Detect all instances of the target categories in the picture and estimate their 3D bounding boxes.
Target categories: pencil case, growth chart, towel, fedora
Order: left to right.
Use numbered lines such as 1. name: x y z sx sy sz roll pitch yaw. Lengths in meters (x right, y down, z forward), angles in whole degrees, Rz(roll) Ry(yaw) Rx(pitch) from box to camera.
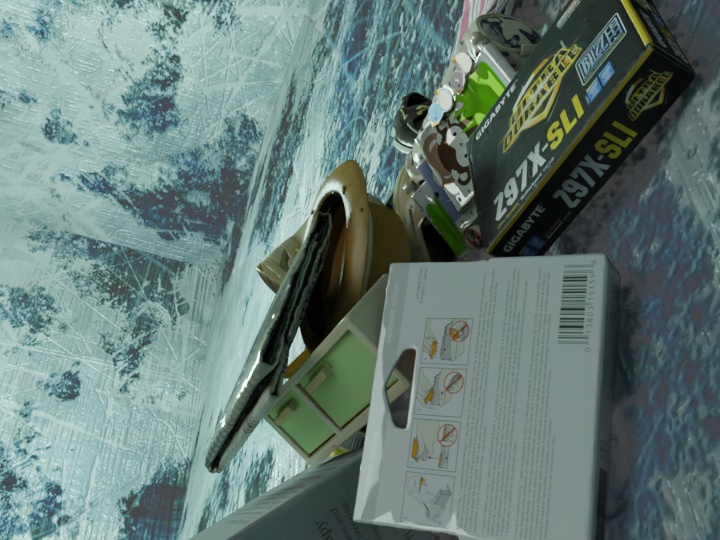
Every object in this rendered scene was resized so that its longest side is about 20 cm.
1. towel: -0.081 0.070 0.805 0.201 0.034 0.195 121 171 -47
2. fedora: -0.003 -0.004 0.851 0.200 0.080 0.206 -171 90 -69
3. growth chart: 0.110 -0.116 0.847 0.145 0.018 0.202 48 133 26
4. pencil case: 0.118 -0.169 0.891 0.090 0.077 0.202 58 138 33
5. towel: 0.139 -0.298 0.985 0.200 0.029 0.149 137 151 -73

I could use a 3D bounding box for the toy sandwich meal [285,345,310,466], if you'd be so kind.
1. toy sandwich meal: -0.061 0.166 1.110 0.205 0.069 0.210 6 -90 -80

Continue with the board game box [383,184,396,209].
1. board game box: 0.003 -0.017 1.088 0.202 0.029 0.135 -58 4 3

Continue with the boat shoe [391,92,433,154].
1. boat shoe: 0.077 -0.181 1.067 0.202 0.070 0.062 -111 34 -70

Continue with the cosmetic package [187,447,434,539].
1. cosmetic package: -0.047 0.277 0.740 0.170 0.198 0.166 62 153 4

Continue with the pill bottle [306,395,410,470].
1. pill bottle: -0.007 0.233 0.915 0.114 0.112 0.204 -145 70 -74

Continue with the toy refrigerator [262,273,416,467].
1. toy refrigerator: -0.014 0.095 0.743 0.070 0.076 0.200 -45 -2 -40

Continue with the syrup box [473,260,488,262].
1. syrup box: 0.097 0.045 0.761 0.200 0.080 0.081 165 119 -75

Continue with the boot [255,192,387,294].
1. boot: 0.000 0.000 0.959 0.156 0.198 0.073 -50 -23 -14

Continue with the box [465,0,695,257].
1. box: 0.161 -0.124 0.680 0.201 0.049 0.161 -54 24 35

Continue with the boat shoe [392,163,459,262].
1. boat shoe: 0.080 -0.047 0.946 0.065 0.071 0.204 -45 36 48

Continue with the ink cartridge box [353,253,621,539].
1. ink cartridge box: 0.091 0.092 0.611 0.170 0.043 0.204 -2 69 32
